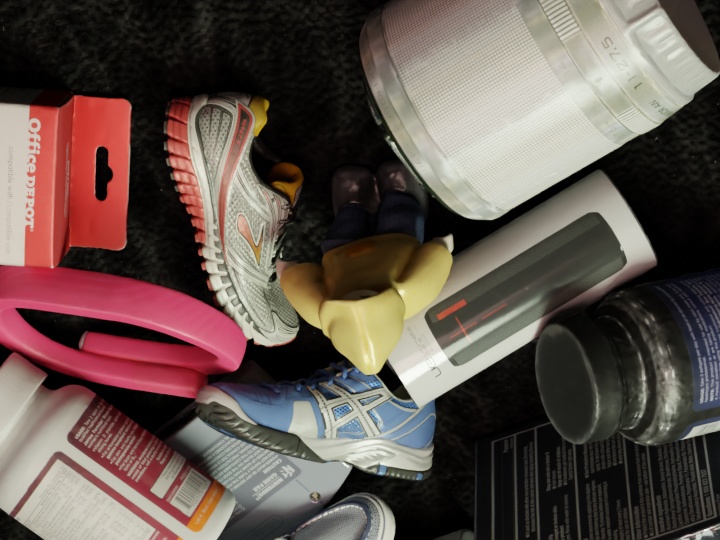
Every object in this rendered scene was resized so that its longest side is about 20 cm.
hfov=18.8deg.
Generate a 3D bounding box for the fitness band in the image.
[{"bbox_3d":[-0.178,0.041,1.552,0.200,0.037,0.144,6,155,22],"label":"fitness band"}]

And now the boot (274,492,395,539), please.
[{"bbox_3d":[-0.066,0.234,1.626,0.200,0.073,0.090,-45,145,2],"label":"boot"}]

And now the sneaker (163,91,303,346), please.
[{"bbox_3d":[-0.075,-0.034,1.532,0.082,0.078,0.200,-12,120,8],"label":"sneaker"}]

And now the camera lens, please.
[{"bbox_3d":[0.111,-0.139,1.411,0.200,0.160,0.160,-30,115,19],"label":"camera lens"}]

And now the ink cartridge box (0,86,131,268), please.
[{"bbox_3d":[-0.264,-0.068,1.512,0.200,0.067,0.116,4,103,1],"label":"ink cartridge box"}]

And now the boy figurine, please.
[{"bbox_3d":[0.000,0.000,1.478,0.124,0.200,0.064,-5,120,11],"label":"boy figurine"}]

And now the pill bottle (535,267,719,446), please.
[{"bbox_3d":[0.228,0.059,1.507,0.200,0.112,0.112,-11,124,-23],"label":"pill bottle"}]

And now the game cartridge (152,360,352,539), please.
[{"bbox_3d":[-0.109,0.168,1.679,0.200,0.040,0.133,-37,109,22],"label":"game cartridge"}]

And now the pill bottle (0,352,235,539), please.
[{"bbox_3d":[-0.200,0.154,1.599,0.200,0.110,0.110,36,117,-4],"label":"pill bottle"}]

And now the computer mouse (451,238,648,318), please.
[{"bbox_3d":[0.132,0.013,1.580,0.200,0.034,0.059,10,100,-8],"label":"computer mouse"}]

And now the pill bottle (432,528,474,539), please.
[{"bbox_3d":[0.010,0.280,1.691,0.200,0.114,0.114,-24,117,16],"label":"pill bottle"}]

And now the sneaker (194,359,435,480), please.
[{"bbox_3d":[-0.031,0.101,1.593,0.200,0.076,0.077,13,90,-33],"label":"sneaker"}]

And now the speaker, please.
[{"bbox_3d":[0.102,0.013,1.518,0.200,0.081,0.081,-30,116,1],"label":"speaker"}]

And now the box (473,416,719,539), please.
[{"bbox_3d":[0.194,0.192,1.581,0.198,0.200,0.123,-19,118,15],"label":"box"}]
